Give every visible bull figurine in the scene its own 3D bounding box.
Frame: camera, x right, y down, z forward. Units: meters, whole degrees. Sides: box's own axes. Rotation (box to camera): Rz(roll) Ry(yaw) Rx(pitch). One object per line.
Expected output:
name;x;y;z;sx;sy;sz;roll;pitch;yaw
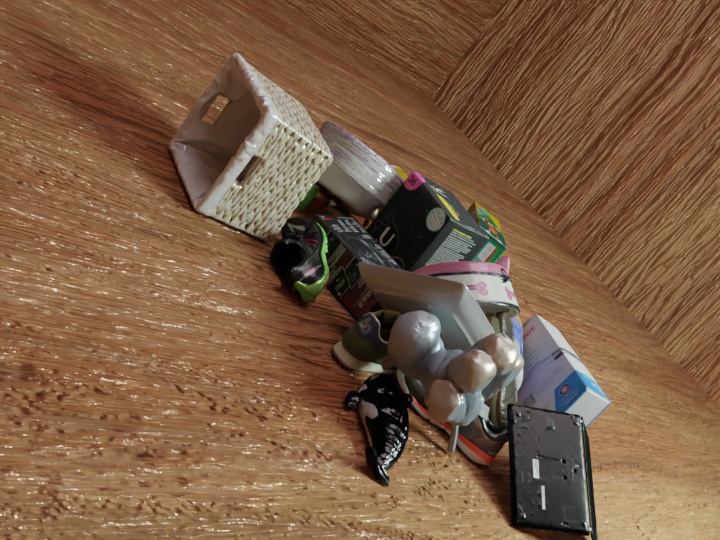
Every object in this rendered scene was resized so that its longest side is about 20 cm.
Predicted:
bull figurine;-0.043;-0.172;1.737;0.120;0.065;0.201;12;35;-52

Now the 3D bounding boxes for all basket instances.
basket;-0.173;-0.190;1.322;0.159;0.199;0.201;26;23;-40

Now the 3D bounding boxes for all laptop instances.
laptop;0.294;0.316;1.263;0.195;0.104;0.181;11;60;-15

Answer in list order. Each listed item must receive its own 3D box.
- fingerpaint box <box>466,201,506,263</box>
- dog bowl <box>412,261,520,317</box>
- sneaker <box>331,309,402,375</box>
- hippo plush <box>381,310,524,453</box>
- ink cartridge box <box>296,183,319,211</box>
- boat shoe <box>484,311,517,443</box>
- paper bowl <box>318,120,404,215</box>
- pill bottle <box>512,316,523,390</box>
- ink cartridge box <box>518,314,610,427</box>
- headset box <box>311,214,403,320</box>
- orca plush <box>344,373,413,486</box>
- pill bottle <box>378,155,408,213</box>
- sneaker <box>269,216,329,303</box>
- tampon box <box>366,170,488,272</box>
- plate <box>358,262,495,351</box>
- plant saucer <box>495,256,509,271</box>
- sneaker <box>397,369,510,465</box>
fingerpaint box;0.195;-0.016;1.646;0.073;0.201;0.167;35;18;-10
dog bowl;0.163;0.040;1.375;0.198;0.197;0.076;15;69;-52
sneaker;0.043;0.103;1.254;0.067;0.090;0.199;48;19;26
hippo plush;0.122;0.120;1.158;0.161;0.159;0.201;47;-8;26
ink cartridge box;-0.168;-0.209;1.583;0.103;0.060;0.201;19;28;-47
boat shoe;0.203;0.170;1.318;0.071;0.075;0.205;27;61;-55
paper bowl;-0.017;-0.184;1.592;0.199;0.105;0.201;37;2;-2
pill bottle;0.228;0.156;1.449;0.111;0.112;0.201;36;30;-11
ink cartridge box;0.334;0.206;1.506;0.085;0.147;0.201;28;22;-33
headset box;0.000;0.000;1.422;0.200;0.077;0.148;48;20;17
orca plush;0.034;0.184;1.088;0.105;0.071;0.200;40;19;-1
pill bottle;0.076;-0.162;1.875;0.201;0.113;0.112;50;21;25
sneaker;-0.099;-0.034;1.306;0.083;0.077;0.201;34;18;-28
tampon box;0.107;-0.048;1.543;0.125;0.201;0.151;20;26;-44
plate;0.105;0.071;1.255;0.196;0.033;0.201;11;-29;38
plant saucer;0.255;0.072;1.632;0.050;0.206;0.201;9;16;9
sneaker;0.144;0.198;1.254;0.199;0.082;0.077;41;19;1
